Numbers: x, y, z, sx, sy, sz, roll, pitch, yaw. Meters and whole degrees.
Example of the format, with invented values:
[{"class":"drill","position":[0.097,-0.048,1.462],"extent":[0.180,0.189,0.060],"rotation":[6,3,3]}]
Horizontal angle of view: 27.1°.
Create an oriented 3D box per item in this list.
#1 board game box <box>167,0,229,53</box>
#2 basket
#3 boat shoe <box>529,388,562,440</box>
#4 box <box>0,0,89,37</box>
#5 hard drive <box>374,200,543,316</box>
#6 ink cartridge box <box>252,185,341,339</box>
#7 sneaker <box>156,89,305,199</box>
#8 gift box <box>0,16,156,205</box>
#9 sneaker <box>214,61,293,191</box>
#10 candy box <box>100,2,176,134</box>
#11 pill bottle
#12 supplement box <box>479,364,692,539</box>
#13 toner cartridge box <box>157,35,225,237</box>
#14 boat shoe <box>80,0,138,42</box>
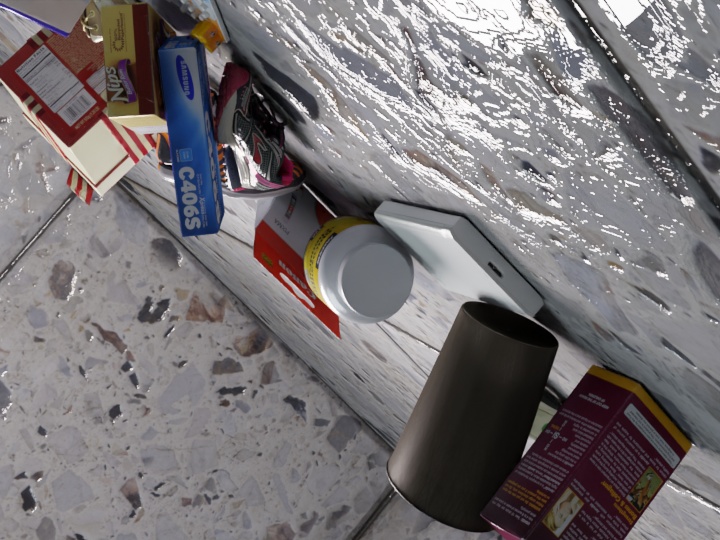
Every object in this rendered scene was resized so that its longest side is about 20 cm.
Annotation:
[{"class":"board game box","position":[-0.226,-0.318,1.494],"extent":[0.199,0.026,0.200],"rotation":[39,171,14]},{"class":"basket","position":[0.124,0.147,1.595],"extent":[0.134,0.202,0.181],"rotation":[19,-166,-9]},{"class":"boat shoe","position":[0.247,0.192,1.879],"extent":[0.199,0.072,0.068],"rotation":[36,-152,-11]},{"class":"box","position":[-0.405,-0.365,1.618],"extent":[0.199,0.106,0.183],"rotation":[36,-172,23]},{"class":"hard drive","position":[0.100,-0.015,1.572],"extent":[0.132,0.026,0.200],"rotation":[45,170,-20]},{"class":"ink cartridge box","position":[-0.063,-0.027,1.861],"extent":[0.162,0.050,0.201],"rotation":[45,-163,-22]},{"class":"sneaker","position":[-0.163,-0.156,1.832],"extent":[0.197,0.078,0.113],"rotation":[9,119,14]},{"class":"gift box","position":[-0.352,-0.214,1.993],"extent":[0.200,0.184,0.187],"rotation":[49,173,17]},{"class":"sneaker","position":[-0.119,-0.162,1.676],"extent":[0.073,0.082,0.201],"rotation":[3,152,6]},{"class":"candy box","position":[-0.236,-0.216,1.630],"extent":[0.056,0.119,0.200],"rotation":[-4,-179,0]},{"class":"pill bottle","position":[0.000,0.000,1.719],"extent":[0.112,0.112,0.200],"rotation":[42,178,-12]},{"class":"supplement box","position":[0.233,0.215,1.541],"extent":[0.110,0.201,0.085],"rotation":[45,169,-28]},{"class":"toner cartridge box","position":[-0.181,-0.147,1.618],"extent":[0.095,0.042,0.203],"rotation":[-95,-1,-73]},{"class":"boat shoe","position":[-0.290,-0.293,1.750],"extent":[0.200,0.067,0.074],"rotation":[43,171,-15]}]
